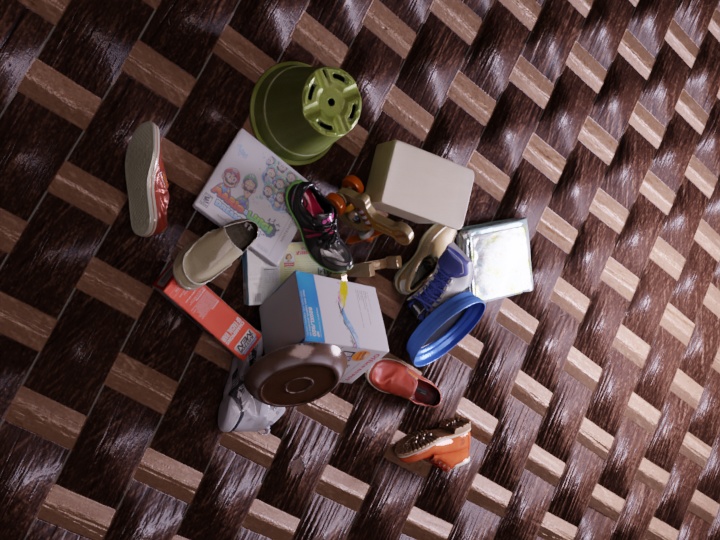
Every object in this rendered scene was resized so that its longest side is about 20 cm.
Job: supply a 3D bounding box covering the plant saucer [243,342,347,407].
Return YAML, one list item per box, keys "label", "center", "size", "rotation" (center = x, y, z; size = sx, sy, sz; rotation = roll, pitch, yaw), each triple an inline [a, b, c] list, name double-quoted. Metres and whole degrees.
- label: "plant saucer"
  center: [-0.115, 0.199, 1.416]
  size: [0.195, 0.202, 0.033]
  rotation: [4, 50, -27]

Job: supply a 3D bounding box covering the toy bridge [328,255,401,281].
- label: "toy bridge"
  center: [0.000, 0.000, 1.591]
  size: [0.197, 0.066, 0.028]
  rotation: [-17, 103, -46]

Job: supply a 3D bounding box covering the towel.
- label: "towel"
  center: [0.308, -0.023, 1.768]
  size: [0.195, 0.048, 0.176]
  rotation: [-11, 101, -26]

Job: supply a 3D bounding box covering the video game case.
- label: "video game case"
  center: [-0.197, -0.140, 1.488]
  size: [0.198, 0.024, 0.185]
  rotation: [36, 68, -20]

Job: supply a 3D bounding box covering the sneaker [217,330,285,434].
- label: "sneaker"
  center: [-0.199, 0.224, 1.509]
  size: [0.113, 0.075, 0.205]
  rotation: [18, 89, -28]

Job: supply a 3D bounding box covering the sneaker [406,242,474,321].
- label: "sneaker"
  center: [0.161, 0.047, 1.615]
  size: [0.080, 0.202, 0.114]
  rotation: [42, 53, 20]

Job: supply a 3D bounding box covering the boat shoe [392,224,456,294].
- label: "boat shoe"
  center: [0.154, -0.026, 1.670]
  size: [0.072, 0.076, 0.202]
  rotation: [42, 75, -22]

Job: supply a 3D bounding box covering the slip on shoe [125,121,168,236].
- label: "slip on shoe"
  center: [-0.379, -0.163, 1.391]
  size: [0.061, 0.072, 0.206]
  rotation: [1, 86, -62]

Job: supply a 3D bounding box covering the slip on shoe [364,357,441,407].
- label: "slip on shoe"
  center: [0.096, 0.244, 1.668]
  size: [0.197, 0.061, 0.076]
  rotation: [28, 83, -24]

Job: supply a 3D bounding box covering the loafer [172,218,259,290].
- label: "loafer"
  center: [-0.253, -0.040, 1.370]
  size: [0.076, 0.068, 0.200]
  rotation: [52, 48, -10]

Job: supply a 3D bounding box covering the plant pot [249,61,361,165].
- label: "plant pot"
  center: [-0.089, -0.309, 1.463]
  size: [0.195, 0.189, 0.206]
  rotation: [-1, 93, -26]

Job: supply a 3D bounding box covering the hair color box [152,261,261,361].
- label: "hair color box"
  center: [-0.285, 0.075, 1.431]
  size: [0.200, 0.110, 0.064]
  rotation: [44, 75, -22]

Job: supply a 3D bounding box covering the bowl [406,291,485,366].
- label: "bowl"
  center: [0.180, 0.122, 1.645]
  size: [0.198, 0.202, 0.040]
  rotation: [-30, 65, -23]

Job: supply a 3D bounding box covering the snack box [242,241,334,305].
- label: "snack box"
  center: [-0.138, 0.002, 1.542]
  size: [0.195, 0.037, 0.120]
  rotation: [-3, 94, -27]

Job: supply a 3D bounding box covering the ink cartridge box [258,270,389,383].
- label: "ink cartridge box"
  center: [-0.070, 0.114, 1.480]
  size: [0.196, 0.147, 0.148]
  rotation: [12, 52, -36]

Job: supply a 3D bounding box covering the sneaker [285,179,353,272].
- label: "sneaker"
  center: [-0.076, -0.082, 1.488]
  size: [0.076, 0.083, 0.202]
  rotation: [-39, 103, -27]

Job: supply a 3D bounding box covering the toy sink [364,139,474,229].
- label: "toy sink"
  center: [0.120, -0.175, 1.624]
  size: [0.195, 0.112, 0.134]
  rotation: [16, 86, -22]

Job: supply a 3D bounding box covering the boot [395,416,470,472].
- label: "boot"
  center: [0.166, 0.405, 1.710]
  size: [0.195, 0.075, 0.110]
  rotation: [-11, 103, -27]

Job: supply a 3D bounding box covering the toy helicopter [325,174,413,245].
- label: "toy helicopter"
  center: [0.023, -0.094, 1.544]
  size: [0.079, 0.197, 0.134]
  rotation: [-45, 146, -30]
